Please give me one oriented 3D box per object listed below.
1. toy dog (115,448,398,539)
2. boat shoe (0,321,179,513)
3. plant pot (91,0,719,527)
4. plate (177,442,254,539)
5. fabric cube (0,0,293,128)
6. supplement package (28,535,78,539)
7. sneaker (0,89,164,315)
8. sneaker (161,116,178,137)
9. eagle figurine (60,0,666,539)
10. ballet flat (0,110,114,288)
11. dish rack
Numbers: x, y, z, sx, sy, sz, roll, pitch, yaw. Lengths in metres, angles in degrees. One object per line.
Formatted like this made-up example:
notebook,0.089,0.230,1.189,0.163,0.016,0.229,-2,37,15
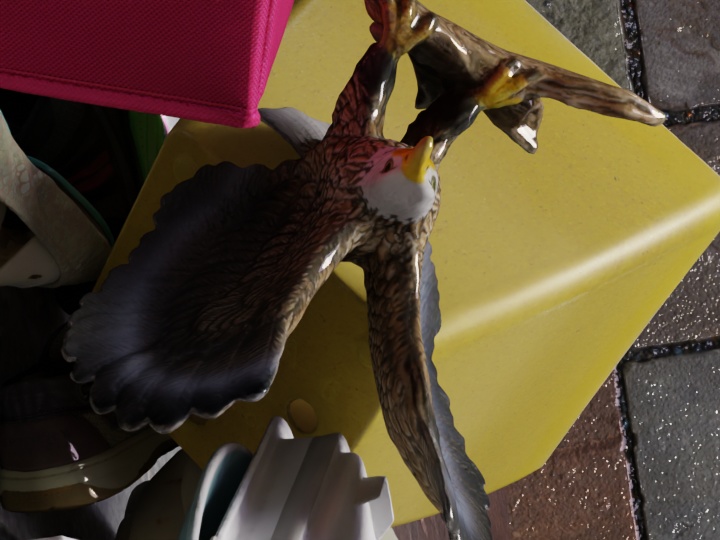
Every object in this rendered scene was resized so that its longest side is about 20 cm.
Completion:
toy dog,-0.055,0.190,0.974,0.194,0.139,0.201,101,-2,-61
boat shoe,-0.113,0.051,0.987,0.201,0.071,0.066,-49,135,-72
plant pot,-0.001,-0.001,0.933,0.176,0.200,0.200,-31,159,-45
plate,-0.041,0.159,0.737,0.200,0.025,0.201,-7,90,-81
fabric cube,-0.103,-0.185,0.713,0.196,0.199,0.200,-81,179,-66
supplement package,-0.115,0.178,0.732,0.200,0.110,0.156,49,34,-75
sneaker,-0.132,-0.061,0.994,0.077,0.083,0.201,-107,-162,-51
sneaker,-0.120,-0.069,1.087,0.086,0.080,0.201,-30,99,-75
eagle figurine,-0.001,-0.003,0.750,0.201,0.151,0.151,-70,154,-17
ballet flat,-0.158,-0.029,0.874,0.063,0.067,0.200,-65,154,-19
dish rack,-0.008,0.150,0.739,0.200,0.043,0.172,-68,148,-74
